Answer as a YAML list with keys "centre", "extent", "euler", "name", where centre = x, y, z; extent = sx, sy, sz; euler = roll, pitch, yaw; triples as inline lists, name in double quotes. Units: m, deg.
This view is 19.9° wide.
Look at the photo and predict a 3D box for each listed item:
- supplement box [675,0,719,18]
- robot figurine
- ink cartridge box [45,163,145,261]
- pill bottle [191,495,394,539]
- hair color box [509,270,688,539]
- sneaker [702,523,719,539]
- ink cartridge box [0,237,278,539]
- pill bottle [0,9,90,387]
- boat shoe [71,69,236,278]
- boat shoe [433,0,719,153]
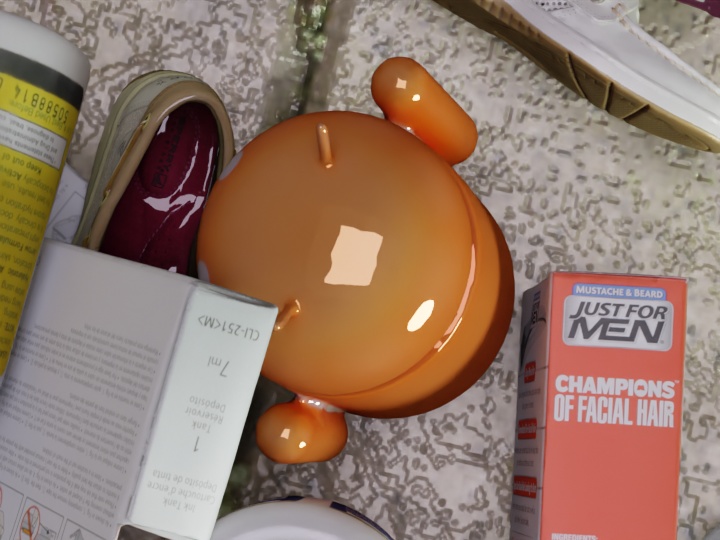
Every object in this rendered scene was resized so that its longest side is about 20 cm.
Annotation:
- centre: [0.137, -0.232, 0.898]
  extent: [0.130, 0.103, 0.201]
  euler: [18, 65, 2]
  name: "supplement box"
- centre: [0.000, -0.002, 0.853]
  extent: [0.143, 0.200, 0.117]
  euler: [-35, 75, 6]
  name: "robot figurine"
- centre: [-0.199, 0.001, 0.941]
  extent: [0.200, 0.047, 0.160]
  euler: [39, 85, -14]
  name: "ink cartridge box"
- centre: [-0.027, 0.151, 0.842]
  extent: [0.115, 0.200, 0.117]
  euler: [0, 85, 1]
  name: "pill bottle"
- centre: [0.100, 0.105, 0.892]
  extent: [0.063, 0.111, 0.202]
  euler: [2, 85, -1]
  name: "hair color box"
- centre: [0.247, 0.151, 0.892]
  extent: [0.198, 0.105, 0.076]
  euler: [13, 84, 0]
  name: "sneaker"
- centre: [-0.121, 0.079, 0.811]
  extent: [0.043, 0.199, 0.175]
  euler: [17, 88, -33]
  name: "ink cartridge box"
- centre: [-0.183, -0.005, 0.805]
  extent: [0.110, 0.111, 0.202]
  euler: [14, 84, 1]
  name: "pill bottle"
- centre: [-0.100, 0.010, 0.907]
  extent: [0.073, 0.066, 0.202]
  euler: [9, 92, -17]
  name: "boat shoe"
- centre: [0.096, -0.128, 0.933]
  extent: [0.199, 0.071, 0.070]
  euler: [34, 85, 4]
  name: "boat shoe"
